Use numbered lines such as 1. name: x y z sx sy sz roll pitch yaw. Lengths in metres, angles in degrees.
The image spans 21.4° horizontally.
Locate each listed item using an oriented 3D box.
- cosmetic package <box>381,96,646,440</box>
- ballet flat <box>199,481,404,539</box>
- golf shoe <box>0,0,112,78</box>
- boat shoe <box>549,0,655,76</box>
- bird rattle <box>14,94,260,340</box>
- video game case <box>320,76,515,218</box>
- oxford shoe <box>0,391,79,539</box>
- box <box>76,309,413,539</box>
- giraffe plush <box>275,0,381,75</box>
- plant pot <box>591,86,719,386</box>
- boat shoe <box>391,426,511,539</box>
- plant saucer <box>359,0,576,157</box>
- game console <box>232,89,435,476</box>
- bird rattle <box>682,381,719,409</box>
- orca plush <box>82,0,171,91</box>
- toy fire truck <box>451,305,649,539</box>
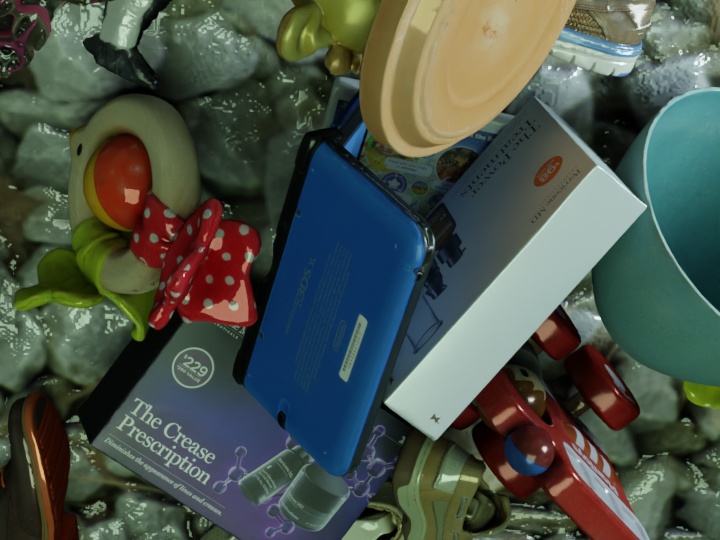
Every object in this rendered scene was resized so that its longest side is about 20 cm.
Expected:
1. cosmetic package: 0.082 -0.005 1.240 0.052 0.151 0.200 37 100 -24
2. ballet flat: -0.049 0.210 1.482 0.200 0.062 0.068 -21 96 12
3. golf shoe: -0.181 -0.201 1.177 0.200 0.092 0.073 -26 128 28
4. boat shoe: 0.093 -0.189 1.214 0.200 0.072 0.072 15 115 -17
5. bird rattle: -0.149 -0.034 1.242 0.113 0.163 0.200 -3 171 -31
6. video game case: 0.028 -0.034 1.345 0.143 0.018 0.200 12 124 -7
7. oxford shoe: -0.261 0.176 1.462 0.072 0.071 0.200 4 125 4
8. box: -0.081 0.111 1.382 0.200 0.079 0.141 35 91 -21
9. giraffe plush: 0.013 -0.197 1.108 0.172 0.200 0.162 9 109 -9
10. plant pot: 0.231 -0.003 1.275 0.200 0.200 0.135 27 141 -17
11. boat shoe: 0.073 0.176 1.406 0.076 0.072 0.200 15 164 15
12. plant saucer: 0.075 -0.152 1.095 0.032 0.200 0.200 34 126 22
13. game console: 0.000 0.000 1.235 0.118 0.171 0.200 -16 136 -40
14. bird rattle: 0.332 0.098 1.388 0.163 0.113 0.200 -36 121 4
15. orca plush: -0.099 -0.207 1.196 0.071 0.105 0.200 -1 116 -43
16. toy fire truck: 0.127 0.108 1.337 0.112 0.168 0.200 -37 120 9
